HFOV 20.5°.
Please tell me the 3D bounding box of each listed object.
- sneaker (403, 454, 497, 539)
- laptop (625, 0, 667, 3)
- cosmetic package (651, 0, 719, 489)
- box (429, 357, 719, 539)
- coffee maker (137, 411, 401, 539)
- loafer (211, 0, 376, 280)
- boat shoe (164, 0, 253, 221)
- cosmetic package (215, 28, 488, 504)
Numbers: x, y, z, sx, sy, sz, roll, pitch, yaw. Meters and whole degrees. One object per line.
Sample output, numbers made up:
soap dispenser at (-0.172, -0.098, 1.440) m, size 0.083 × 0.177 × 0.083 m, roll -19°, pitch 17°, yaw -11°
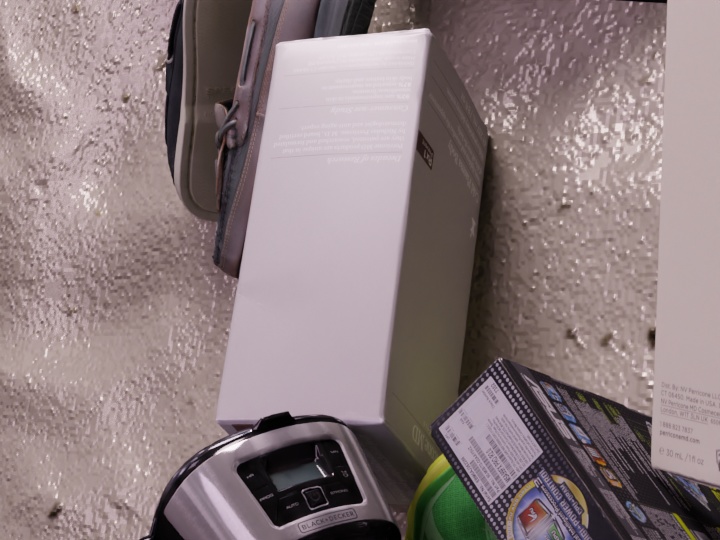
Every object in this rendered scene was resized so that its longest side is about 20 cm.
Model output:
sneaker at (0.050, 0.150, 0.899) m, size 0.084 × 0.074 × 0.200 m, roll 44°, pitch 116°, yaw 35°
laptop at (0.196, -0.227, 0.878) m, size 0.177 × 0.103 × 0.201 m, roll 7°, pitch 69°, yaw 24°
cosmetic package at (0.177, -0.017, 0.783) m, size 0.073 × 0.103 × 0.201 m, roll 11°, pitch 102°, yaw 60°
box at (0.130, 0.133, 0.776) m, size 0.044 × 0.160 × 0.200 m, roll -46°, pitch 53°, yaw 17°
coffee maker at (-0.016, 0.190, 0.810) m, size 0.192 × 0.134 × 0.200 m, roll -56°, pitch 48°, yaw 21°
loafer at (-0.044, -0.092, 1.028) m, size 0.063 × 0.072 × 0.201 m, roll 24°, pitch 107°, yaw 12°
boat shoe at (-0.068, -0.129, 1.066) m, size 0.066 × 0.074 × 0.200 m, roll -128°, pitch 41°, yaw -57°
cosmetic package at (0.000, 0.000, 0.933) m, size 0.090 × 0.107 × 0.201 m, roll -4°, pitch 65°, yaw 19°
